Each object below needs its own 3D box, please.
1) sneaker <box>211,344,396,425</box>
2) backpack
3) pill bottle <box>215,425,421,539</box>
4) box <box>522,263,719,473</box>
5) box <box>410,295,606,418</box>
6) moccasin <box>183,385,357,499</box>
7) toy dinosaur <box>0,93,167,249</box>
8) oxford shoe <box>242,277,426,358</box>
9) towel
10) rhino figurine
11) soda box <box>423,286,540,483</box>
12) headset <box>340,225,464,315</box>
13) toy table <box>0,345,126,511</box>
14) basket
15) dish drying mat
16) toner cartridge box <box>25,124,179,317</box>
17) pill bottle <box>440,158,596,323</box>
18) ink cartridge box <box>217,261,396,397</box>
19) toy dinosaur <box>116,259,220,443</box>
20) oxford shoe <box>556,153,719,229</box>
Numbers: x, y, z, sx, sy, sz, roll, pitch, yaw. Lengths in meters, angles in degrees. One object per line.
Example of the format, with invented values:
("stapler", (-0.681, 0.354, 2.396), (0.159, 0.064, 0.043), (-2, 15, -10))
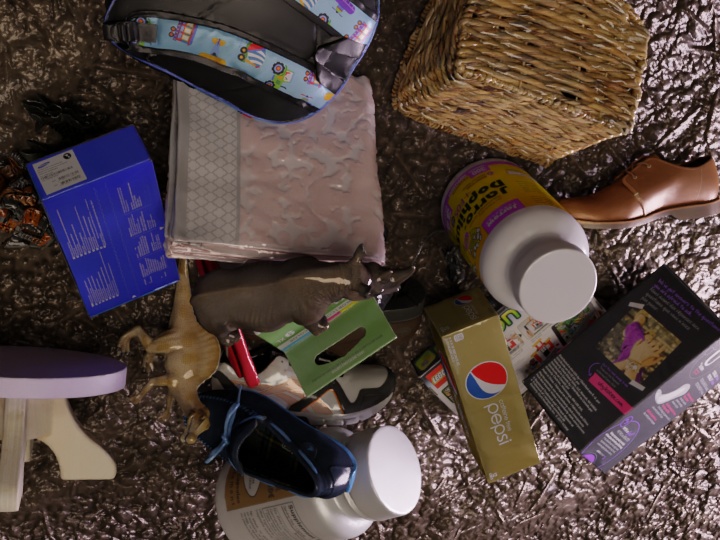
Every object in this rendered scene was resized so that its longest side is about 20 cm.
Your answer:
("sneaker", (-0.059, 0.116, 1.083), (0.200, 0.074, 0.080), (-5, 114, -12))
("backpack", (-0.093, -0.229, 0.870), (0.200, 0.135, 0.183), (27, 105, -23))
("pill bottle", (-0.043, 0.223, 1.068), (0.200, 0.114, 0.114), (-20, 124, 34))
("box", (0.297, 0.109, 1.125), (0.200, 0.106, 0.122), (-40, 147, 7))
("box", (0.166, 0.077, 1.140), (0.200, 0.035, 0.110), (-41, 117, 7))
("moccasin", (-0.097, 0.160, 0.994), (0.068, 0.200, 0.081), (-5, 105, -57))
("toy dinosaur", (-0.273, -0.077, 0.943), (0.200, 0.102, 0.136), (-17, 136, -34))
("oxford shoe", (-0.034, 0.059, 1.064), (0.200, 0.073, 0.084), (-1, 131, -6))
("towel", (-0.075, -0.097, 0.919), (0.191, 0.200, 0.032), (4, 153, -14))
("rhino figurine", (-0.049, 0.019, 0.861), (0.200, 0.060, 0.087), (-11, 159, 18))
("soda box", (0.129, 0.123, 1.094), (0.064, 0.068, 0.200), (-22, 118, -3))
("headset", (0.000, 0.000, 1.018), (0.200, 0.124, 0.094), (-9, 158, 7))
("toy table", (-0.328, 0.141, 0.985), (0.200, 0.184, 0.117), (5, 98, -3))
("basket", (0.149, -0.203, 0.986), (0.200, 0.149, 0.143), (15, 78, -20))
("dish drying mat", (-0.139, 0.016, 0.976), (0.018, 0.077, 0.200), (-23, 122, -12))
("toner cartridge box", (-0.222, -0.038, 0.919), (0.095, 0.043, 0.200), (-22, 153, -15))
("pill bottle", (0.151, -0.028, 0.991), (0.104, 0.200, 0.104), (-6, 116, -11))
("ink cartridge box", (-0.063, 0.003, 0.955), (0.104, 0.200, 0.059), (-34, 153, 7))
("toy dinosaur", (-0.184, 0.076, 1.031), (0.101, 0.200, 0.058), (-13, 164, 21))
("oxford shoe", (0.282, -0.083, 1.078), (0.200, 0.071, 0.071), (-11, 108, -19))
